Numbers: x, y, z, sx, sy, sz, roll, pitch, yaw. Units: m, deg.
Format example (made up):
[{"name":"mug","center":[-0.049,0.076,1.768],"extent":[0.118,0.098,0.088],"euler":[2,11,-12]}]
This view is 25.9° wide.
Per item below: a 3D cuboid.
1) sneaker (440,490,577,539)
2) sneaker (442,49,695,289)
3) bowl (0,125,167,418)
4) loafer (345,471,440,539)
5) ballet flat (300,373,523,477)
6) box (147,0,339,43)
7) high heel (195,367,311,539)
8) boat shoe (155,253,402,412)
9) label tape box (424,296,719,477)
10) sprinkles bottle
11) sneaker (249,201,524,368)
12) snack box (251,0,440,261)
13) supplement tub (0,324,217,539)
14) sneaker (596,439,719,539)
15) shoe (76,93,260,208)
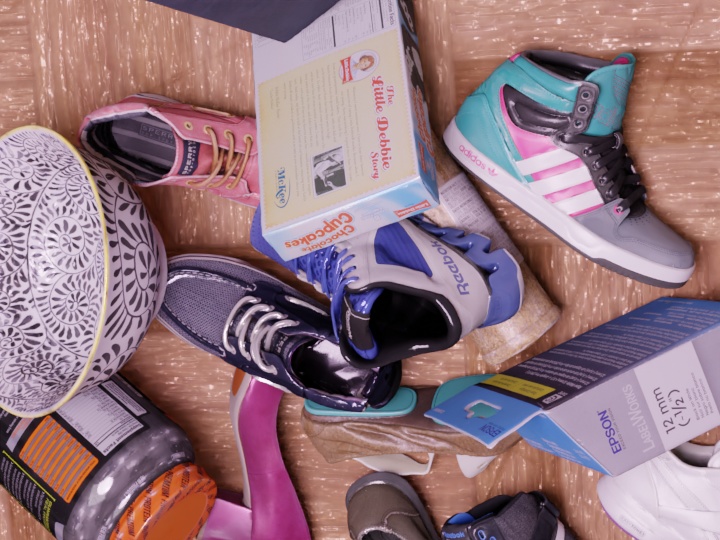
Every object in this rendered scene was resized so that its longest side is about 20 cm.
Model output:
[{"name":"sneaker","center":[0.078,0.239,1.112],"extent":[0.073,0.200,0.112],"euler":[-15,118,52]},{"name":"sneaker","center":[0.166,-0.086,1.074],"extent":[0.199,0.084,0.121],"euler":[34,118,7]},{"name":"bowl","center":[-0.200,0.001,1.113],"extent":[0.200,0.094,0.203],"euler":[-1,88,46]},{"name":"loafer","center":[0.046,0.248,1.175],"extent":[0.075,0.070,0.201],"euler":[-30,104,19]},{"name":"ballet flat","center":[0.053,0.120,1.162],"extent":[0.198,0.068,0.073],"euler":[-4,121,16]},{"name":"box","center":[-0.094,-0.273,1.014],"extent":[0.124,0.200,0.197],"euler":[-36,75,21]},{"name":"high heel","center":[-0.057,0.127,1.198],"extent":[0.095,0.067,0.202],"euler":[14,96,-11]},{"name":"boat shoe","center":[-0.065,0.041,1.105],"extent":[0.199,0.093,0.075],"euler":[21,91,4]},{"name":"label tape box","center":[0.158,0.086,1.037],"extent":[0.199,0.143,0.067],"euler":[-26,98,-12]},{"name":"sprinkles bottle","center":[0.062,-0.031,1.119],"extent":[0.068,0.068,0.201],"euler":[-35,92,19]},{"name":"sneaker","center":[0.001,0.000,1.056],"extent":[0.198,0.115,0.081],"euler":[22,123,23]},{"name":"snack box","center":[-0.014,-0.112,1.071],"extent":[0.115,0.037,0.201],"euler":[-19,52,19]},{"name":"supplement tub","center":[-0.210,0.133,1.178],"extent":[0.200,0.122,0.123],"euler":[38,110,21]},{"name":"sneaker","center":[0.269,0.178,1.104],"extent":[0.199,0.075,0.100],"euler":[31,109,7]},{"name":"shoe","center":[-0.104,-0.080,1.141],"extent":[0.199,0.091,0.072],"euler":[16,106,11]}]
